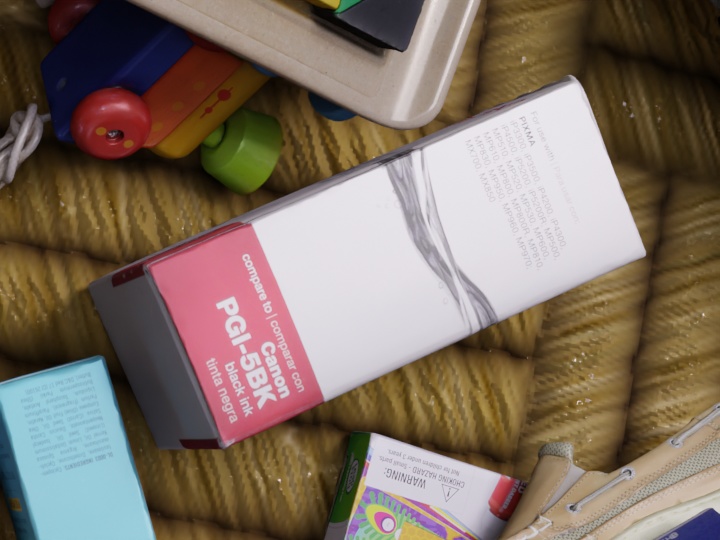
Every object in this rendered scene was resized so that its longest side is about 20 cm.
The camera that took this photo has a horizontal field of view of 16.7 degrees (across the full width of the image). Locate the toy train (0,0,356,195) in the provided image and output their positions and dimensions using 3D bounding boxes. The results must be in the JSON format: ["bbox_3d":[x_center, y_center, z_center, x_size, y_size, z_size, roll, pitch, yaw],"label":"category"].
[{"bbox_3d":[-0.085,-0.066,1.062,0.116,0.085,0.200,29,120,-38],"label":"toy train"}]

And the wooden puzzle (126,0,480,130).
[{"bbox_3d":[-0.013,-0.170,0.963,0.200,0.037,0.186,22,86,-39],"label":"wooden puzzle"}]

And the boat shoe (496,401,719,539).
[{"bbox_3d":[0.093,0.111,1.061,0.199,0.072,0.076,-21,73,-21],"label":"boat shoe"}]

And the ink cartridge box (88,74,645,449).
[{"bbox_3d":[0.000,0.000,1.039,0.199,0.147,0.083,-24,93,-15],"label":"ink cartridge box"}]

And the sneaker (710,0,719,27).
[{"bbox_3d":[0.229,-0.130,1.161,0.200,0.075,0.115,26,120,-37],"label":"sneaker"}]

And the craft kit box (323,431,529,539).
[{"bbox_3d":[0.063,0.194,1.094,0.199,0.049,0.198,17,84,-13],"label":"craft kit box"}]

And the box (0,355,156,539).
[{"bbox_3d":[-0.109,0.139,1.031,0.049,0.082,0.201,-15,89,-15],"label":"box"}]

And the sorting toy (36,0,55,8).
[{"bbox_3d":[-0.112,-0.249,1.041,0.200,0.107,0.180,-34,68,10],"label":"sorting toy"}]

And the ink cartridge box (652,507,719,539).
[{"bbox_3d":[0.094,0.224,1.035,0.199,0.041,0.200,-27,125,-16],"label":"ink cartridge box"}]
